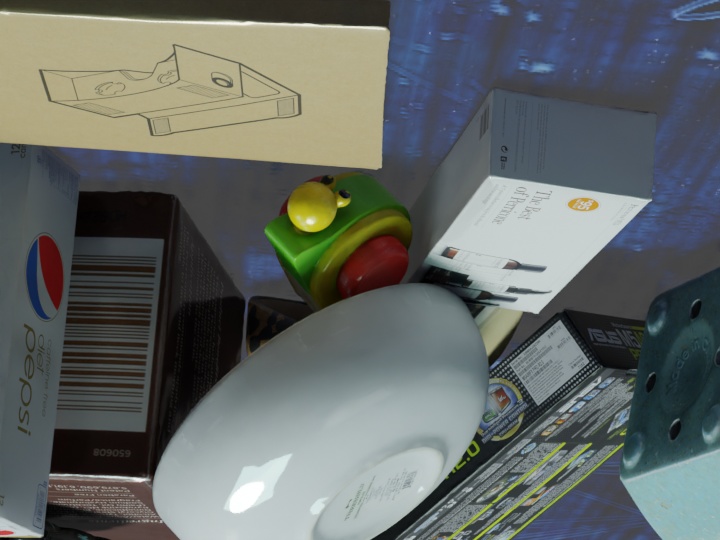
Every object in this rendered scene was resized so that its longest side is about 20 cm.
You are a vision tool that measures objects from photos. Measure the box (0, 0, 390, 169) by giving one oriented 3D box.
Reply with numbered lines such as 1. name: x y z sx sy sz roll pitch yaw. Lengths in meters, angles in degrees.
1. box: -0.087 -0.090 1.026 0.200 0.021 0.163 4 162 1

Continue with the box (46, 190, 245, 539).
1. box: -0.169 0.062 1.278 0.164 0.166 0.200 1 162 9

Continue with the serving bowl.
1. serving bowl: -0.008 0.098 1.187 0.200 0.066 0.200 -29 152 -17

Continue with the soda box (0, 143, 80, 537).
1. soda box: -0.194 0.034 1.141 0.068 0.200 0.064 -2 161 17

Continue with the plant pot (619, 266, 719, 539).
1. plant pot: 0.262 0.085 1.246 0.200 0.196 0.196 21 158 -18

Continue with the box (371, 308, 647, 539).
1. box: 0.097 0.105 1.349 0.200 0.044 0.160 -43 156 22

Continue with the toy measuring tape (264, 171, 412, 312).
1. toy measuring tape: 0.000 0.000 1.195 0.074 0.074 0.200 0 154 13

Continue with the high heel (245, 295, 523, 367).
1. high heel: 0.011 0.019 1.315 0.071 0.143 0.200 -1 138 -52

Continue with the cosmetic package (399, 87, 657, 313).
1. cosmetic package: 0.080 -0.030 1.132 0.083 0.051 0.200 6 162 -9

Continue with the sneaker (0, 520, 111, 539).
1. sneaker: -0.220 0.172 1.278 0.200 0.075 0.079 -18 138 40
